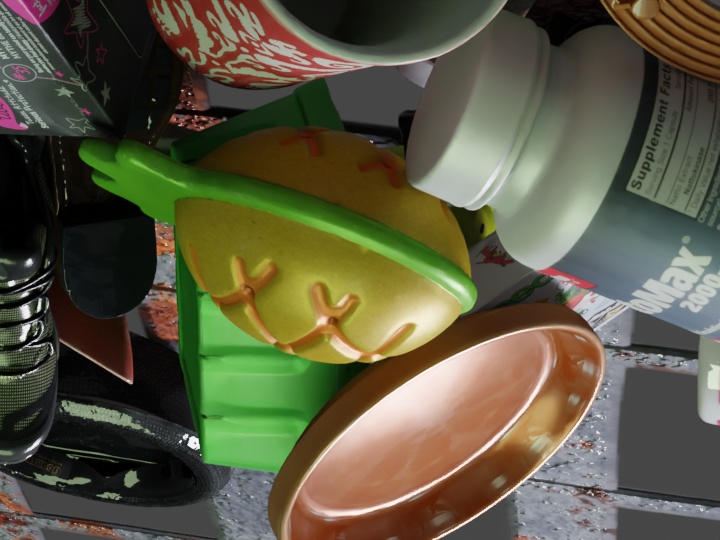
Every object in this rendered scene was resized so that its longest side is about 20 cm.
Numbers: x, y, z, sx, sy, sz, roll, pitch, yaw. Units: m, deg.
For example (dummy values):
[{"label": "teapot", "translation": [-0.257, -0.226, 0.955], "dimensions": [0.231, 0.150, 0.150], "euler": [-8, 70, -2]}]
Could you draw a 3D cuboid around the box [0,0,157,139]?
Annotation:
[{"label": "box", "translation": [-0.179, -0.168, 1.138], "dimensions": [0.114, 0.133, 0.200], "euler": [4, 154, 22]}]

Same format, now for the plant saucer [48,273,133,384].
[{"label": "plant saucer", "translation": [-0.225, -0.012, 1.418], "dimensions": [0.200, 0.037, 0.200], "euler": [32, 175, -18]}]

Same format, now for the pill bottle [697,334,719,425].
[{"label": "pill bottle", "translation": [0.296, 0.041, 1.396], "dimensions": [0.199, 0.114, 0.113], "euler": [6, 154, 12]}]

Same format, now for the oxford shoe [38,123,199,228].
[{"label": "oxford shoe", "translation": [-0.143, -0.069, 1.423], "dimensions": [0.199, 0.058, 0.075], "euler": [16, 163, 26]}]

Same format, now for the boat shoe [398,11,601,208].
[{"label": "boat shoe", "translation": [0.105, -0.096, 1.242], "dimensions": [0.199, 0.066, 0.074], "euler": [-27, 176, 27]}]

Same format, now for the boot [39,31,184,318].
[{"label": "boot", "translation": [-0.146, -0.084, 1.315], "dimensions": [0.074, 0.201, 0.097], "euler": [-1, -160, -26]}]

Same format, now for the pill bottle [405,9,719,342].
[{"label": "pill bottle", "translation": [0.128, -0.045, 1.141], "dimensions": [0.199, 0.120, 0.120], "euler": [21, 153, -13]}]

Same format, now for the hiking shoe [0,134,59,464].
[{"label": "hiking shoe", "translation": [-0.193, 0.006, 1.269], "dimensions": [0.075, 0.201, 0.101], "euler": [-7, -173, -10]}]

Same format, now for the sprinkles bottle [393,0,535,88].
[{"label": "sprinkles bottle", "translation": [0.062, -0.155, 1.138], "dimensions": [0.068, 0.068, 0.200], "euler": [14, 155, -7]}]

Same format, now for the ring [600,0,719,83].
[{"label": "ring", "translation": [0.191, -0.155, 1.042], "dimensions": [0.200, 0.019, 0.201], "euler": [-1, 129, -1]}]

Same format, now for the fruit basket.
[{"label": "fruit basket", "translation": [0.000, 0.000, 1.347], "dimensions": [0.215, 0.156, 0.216], "euler": [-8, 131, -9]}]

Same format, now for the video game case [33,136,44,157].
[{"label": "video game case", "translation": [-0.253, -0.082, 1.415], "dimensions": [0.181, 0.023, 0.200], "euler": [17, 160, 29]}]

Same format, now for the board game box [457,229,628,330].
[{"label": "board game box", "translation": [0.120, -0.008, 1.308], "dimensions": [0.200, 0.035, 0.126], "euler": [-36, 155, 8]}]

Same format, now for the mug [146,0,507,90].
[{"label": "mug", "translation": [-0.021, -0.166, 1.088], "dimensions": [0.133, 0.178, 0.200], "euler": [0, 177, -18]}]

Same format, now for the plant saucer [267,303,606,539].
[{"label": "plant saucer", "translation": [0.038, 0.085, 1.298], "dimensions": [0.200, 0.032, 0.201], "euler": [-27, 152, -16]}]

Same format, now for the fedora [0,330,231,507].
[{"label": "fedora", "translation": [-0.182, 0.093, 1.725], "dimensions": [0.200, 0.092, 0.201], "euler": [9, 155, 4]}]

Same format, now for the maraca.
[{"label": "maraca", "translation": [-0.039, -0.020, 1.172], "dimensions": [0.199, 0.107, 0.137], "euler": [20, 166, 6]}]
